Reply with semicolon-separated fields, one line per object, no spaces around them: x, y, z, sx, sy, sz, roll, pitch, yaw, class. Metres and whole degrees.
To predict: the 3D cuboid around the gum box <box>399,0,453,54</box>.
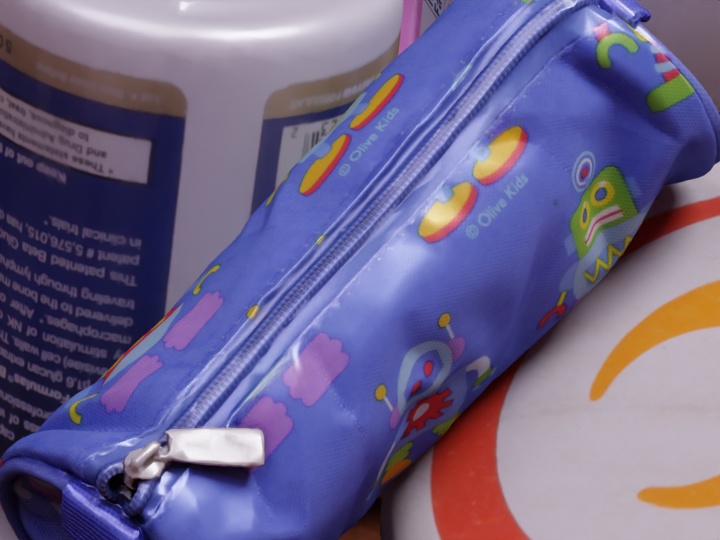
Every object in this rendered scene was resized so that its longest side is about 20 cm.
-0.015;-0.080;0.922;0.113;0.066;0.201;-17;42;22;gum box

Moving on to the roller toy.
0.112;0.073;0.746;0.199;0.140;0.183;-28;39;7;roller toy

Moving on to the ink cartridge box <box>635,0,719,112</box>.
0.126;-0.135;0.836;0.199;0.088;0.146;-16;54;-2;ink cartridge box

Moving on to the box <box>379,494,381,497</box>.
0.000;0.000;0.931;0.199;0.041;0.156;-2;47;18;box

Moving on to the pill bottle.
-0.054;0.005;0.801;0.110;0.201;0.111;7;27;-3;pill bottle

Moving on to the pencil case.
0.001;0.008;0.707;0.078;0.087;0.200;39;73;14;pencil case
